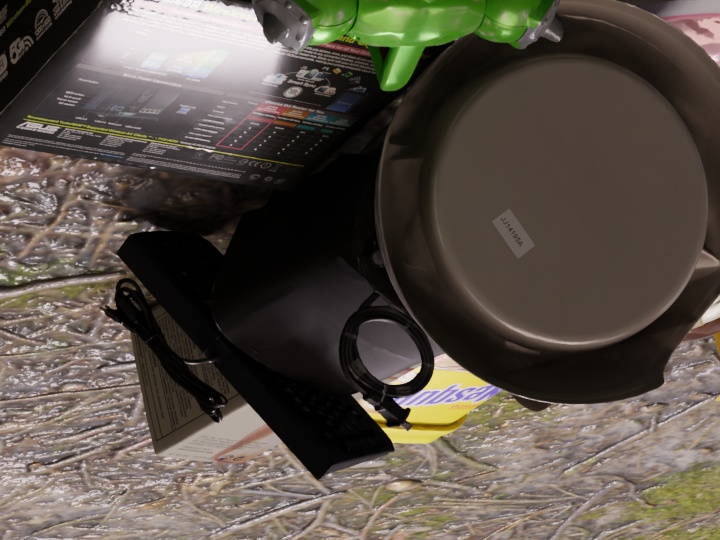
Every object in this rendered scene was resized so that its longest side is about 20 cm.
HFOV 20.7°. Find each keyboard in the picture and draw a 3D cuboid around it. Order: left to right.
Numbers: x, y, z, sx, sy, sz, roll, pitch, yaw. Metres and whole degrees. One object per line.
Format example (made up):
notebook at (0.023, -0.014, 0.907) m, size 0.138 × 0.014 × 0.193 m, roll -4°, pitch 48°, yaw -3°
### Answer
keyboard at (-0.075, 0.046, 1.170) m, size 0.127 × 0.200 × 0.021 m, roll -12°, pitch 141°, yaw -51°

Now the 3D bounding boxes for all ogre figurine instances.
ogre figurine at (0.017, -0.152, 0.877) m, size 0.200 × 0.120 × 0.098 m, roll 7°, pitch 149°, yaw -38°

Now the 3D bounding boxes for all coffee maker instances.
coffee maker at (0.000, 0.000, 1.088) m, size 0.192 × 0.135 × 0.200 m, roll -43°, pitch -173°, yaw -29°

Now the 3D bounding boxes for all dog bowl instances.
dog bowl at (0.097, -0.033, 0.973) m, size 0.200 × 0.201 × 0.059 m, roll -6°, pitch 177°, yaw -14°

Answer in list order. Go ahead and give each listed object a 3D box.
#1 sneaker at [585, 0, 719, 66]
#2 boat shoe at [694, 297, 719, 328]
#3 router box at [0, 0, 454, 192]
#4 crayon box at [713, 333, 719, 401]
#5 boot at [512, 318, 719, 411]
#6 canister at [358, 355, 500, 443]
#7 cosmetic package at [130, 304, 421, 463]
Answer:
sneaker at (0.185, -0.137, 1.050) m, size 0.200 × 0.076 × 0.105 m, roll -2°, pitch 154°, yaw -13°
boat shoe at (0.170, -0.039, 1.186) m, size 0.063 × 0.073 × 0.201 m, roll -35°, pitch 127°, yaw 11°
router box at (-0.077, -0.112, 0.986) m, size 0.200 × 0.062 × 0.150 m, roll 8°, pitch 149°, yaw -38°
crayon box at (0.360, 0.035, 1.544) m, size 0.125 × 0.052 × 0.200 m, roll -6°, pitch 154°, yaw -16°
boot at (0.214, 0.039, 1.475) m, size 0.200 × 0.064 × 0.186 m, roll -22°, pitch -173°, yaw -21°
canister at (0.062, 0.040, 1.367) m, size 0.148 × 0.087 × 0.200 m, roll 7°, pitch 148°, yaw -38°
cosmetic package at (-0.051, 0.044, 1.298) m, size 0.200 × 0.104 × 0.087 m, roll -30°, pitch 153°, yaw 37°
